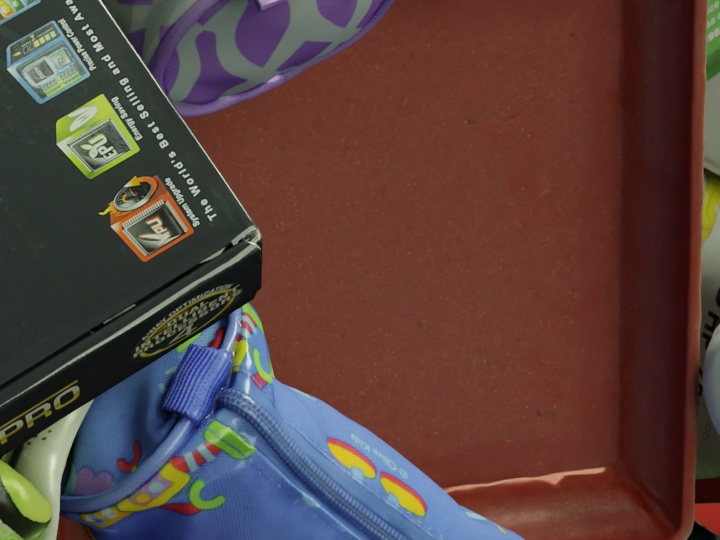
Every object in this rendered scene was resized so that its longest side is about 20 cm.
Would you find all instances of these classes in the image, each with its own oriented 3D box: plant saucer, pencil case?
[{"bbox_3d":[0.000,0.000,0.754,0.198,0.037,0.201,-7,115,-10],"label":"plant saucer"},{"bbox_3d":[0.002,0.085,0.725,0.200,0.087,0.078,40,56,-25],"label":"pencil case"},{"bbox_3d":[-0.063,-0.138,0.663,0.084,0.086,0.201,-27,77,-19],"label":"pencil case"}]

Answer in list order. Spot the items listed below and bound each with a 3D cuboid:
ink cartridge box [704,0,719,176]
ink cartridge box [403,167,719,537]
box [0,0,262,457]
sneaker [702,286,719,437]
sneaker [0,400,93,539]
[{"bbox_3d":[0.156,-0.146,0.851,0.084,0.145,0.201,25,47,-31],"label":"ink cartridge box"},{"bbox_3d":[0.089,0.003,0.872,0.199,0.067,0.117,29,69,-29],"label":"ink cartridge box"},{"bbox_3d":[-0.142,-0.039,0.620,0.161,0.049,0.201,-31,77,-11],"label":"box"},{"bbox_3d":[0.178,0.079,0.821,0.201,0.073,0.112,63,22,-12],"label":"sneaker"},{"bbox_3d":[-0.122,0.071,0.635,0.075,0.076,0.201,47,54,-42],"label":"sneaker"}]
